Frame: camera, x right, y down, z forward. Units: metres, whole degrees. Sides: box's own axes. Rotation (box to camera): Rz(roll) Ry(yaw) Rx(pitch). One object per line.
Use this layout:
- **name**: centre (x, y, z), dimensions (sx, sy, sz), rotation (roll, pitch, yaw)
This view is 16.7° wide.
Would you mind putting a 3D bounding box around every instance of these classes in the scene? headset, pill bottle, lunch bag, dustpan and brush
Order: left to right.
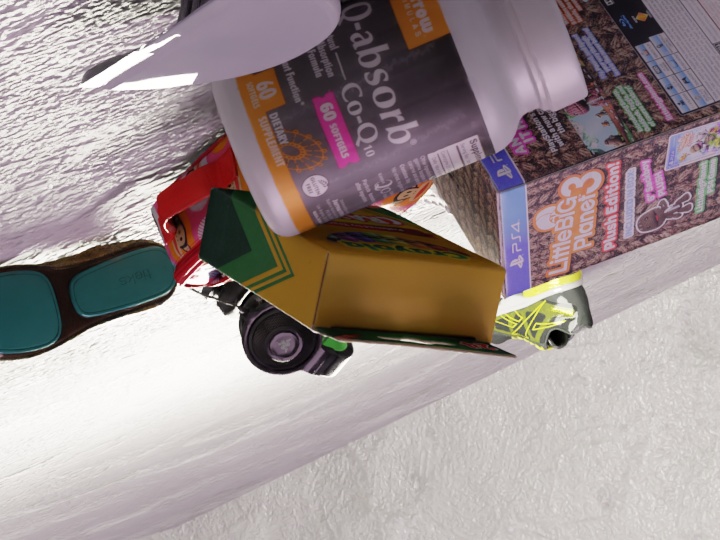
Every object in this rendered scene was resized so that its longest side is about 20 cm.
- **headset**: centre (-0.073, 0.017, 1.972), dimensions (0.094, 0.124, 0.199), rotation (-49, 144, 15)
- **dustpan and brush**: centre (-0.042, -0.142, 1.284), dimensions (0.139, 0.058, 0.199), rotation (-27, 163, 40)
- **lunch bag**: centre (-0.054, -0.057, 1.661), dimensions (0.175, 0.083, 0.200), rotation (-12, 165, -31)
- **pill bottle**: centre (0.022, -0.106, 1.407), dimensions (0.199, 0.117, 0.116), rotation (-23, 171, 4)

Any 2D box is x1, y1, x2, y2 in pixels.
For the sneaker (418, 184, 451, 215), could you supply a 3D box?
- **sneaker**: centre (0.064, -0.070, 1.773), dimensions (0.077, 0.100, 0.200), rotation (-17, 170, -23)

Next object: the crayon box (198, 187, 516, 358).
- **crayon box**: centre (0.000, 0.000, 1.484), dimensions (0.126, 0.051, 0.200), rotation (6, -168, -30)

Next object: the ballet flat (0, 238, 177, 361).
- **ballet flat**: centre (-0.226, 0.023, 1.774), dimensions (0.199, 0.071, 0.071), rotation (-16, 170, -32)

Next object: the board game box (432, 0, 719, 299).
- **board game box**: centre (0.144, -0.098, 1.520), dimensions (0.199, 0.160, 0.097), rotation (-19, 139, -10)

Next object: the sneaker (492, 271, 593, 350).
- **sneaker**: centre (0.211, 0.064, 2.977), dimensions (0.074, 0.085, 0.200), rotation (-15, 169, -31)
